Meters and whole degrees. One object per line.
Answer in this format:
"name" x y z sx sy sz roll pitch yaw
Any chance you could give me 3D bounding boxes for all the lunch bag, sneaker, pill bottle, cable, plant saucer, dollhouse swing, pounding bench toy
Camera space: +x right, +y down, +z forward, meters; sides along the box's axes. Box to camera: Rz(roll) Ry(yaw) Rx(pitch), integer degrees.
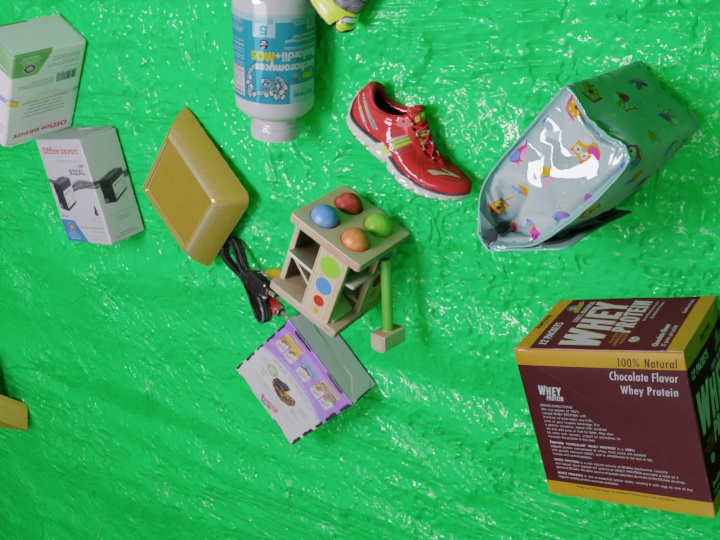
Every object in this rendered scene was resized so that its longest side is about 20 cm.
"lunch bag" 0.226 -0.100 0.817 0.122 0.170 0.200 50 135 16
"sneaker" -0.051 -0.397 0.966 0.081 0.074 0.200 -37 93 35
"pill bottle" -0.114 -0.277 1.046 0.110 0.111 0.201 22 126 29
"cable" -0.170 0.016 1.280 0.200 0.050 0.098 37 119 45
"plant saucer" -0.288 -0.130 1.299 0.200 0.048 0.200 54 136 13
"dollhouse swing" -1.013 0.331 2.181 0.199 0.177 0.181 -7 150 41
"pounding bench toy" 0.000 0.000 1.093 0.200 0.124 0.157 37 131 18
"sneaker" 0.065 -0.165 0.986 0.200 0.077 0.085 41 128 14

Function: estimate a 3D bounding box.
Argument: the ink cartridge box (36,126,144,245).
"ink cartridge box" -0.500 -0.158 1.450 0.144 0.084 0.201 7 117 38

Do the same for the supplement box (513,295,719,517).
"supplement box" 0.313 0.149 0.909 0.196 0.133 0.201 -4 111 41

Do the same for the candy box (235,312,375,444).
"candy box" -0.096 0.176 1.307 0.168 0.071 0.200 53 134 3

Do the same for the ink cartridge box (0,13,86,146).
"ink cartridge box" -0.579 -0.333 1.376 0.084 0.145 0.200 44 134 13
